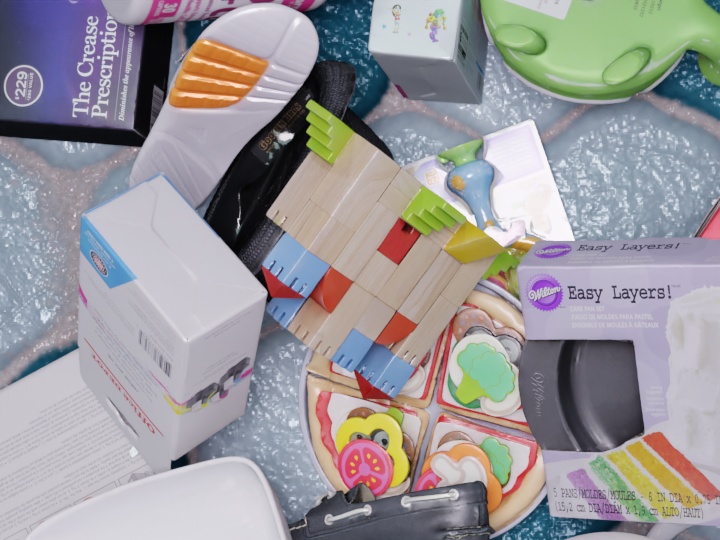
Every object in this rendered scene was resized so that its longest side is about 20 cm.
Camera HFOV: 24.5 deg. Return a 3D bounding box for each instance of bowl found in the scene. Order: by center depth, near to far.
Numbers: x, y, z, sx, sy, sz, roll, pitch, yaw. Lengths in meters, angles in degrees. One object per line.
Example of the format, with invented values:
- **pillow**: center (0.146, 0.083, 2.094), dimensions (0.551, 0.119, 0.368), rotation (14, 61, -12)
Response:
- **bowl**: center (-0.122, 0.243, 1.107), dimensions (0.198, 0.075, 0.201), rotation (-20, 66, 11)

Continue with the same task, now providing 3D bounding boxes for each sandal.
- **sandal**: center (-0.106, -0.125, 1.190), dimensions (0.079, 0.060, 0.207), rotation (28, 127, -20)

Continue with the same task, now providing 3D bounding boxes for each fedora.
- **fedora**: center (-0.037, -0.044, 1.168), dimensions (0.091, 0.200, 0.202), rotation (31, 89, -20)

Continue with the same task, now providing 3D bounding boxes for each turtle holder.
- **turtle holder**: center (0.176, -0.185, 1.148), dimensions (0.184, 0.132, 0.143), rotation (-10, 82, 6)

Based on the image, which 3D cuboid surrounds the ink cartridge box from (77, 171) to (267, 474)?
- **ink cartridge box**: center (-0.131, 0.044, 1.111), dimensions (0.068, 0.201, 0.115), rotation (-31, 67, -27)

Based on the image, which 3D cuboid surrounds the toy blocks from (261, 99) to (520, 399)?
- **toy blocks**: center (0.000, 0.000, 1.078), dimensions (0.137, 0.200, 0.100), rotation (-53, 47, 2)

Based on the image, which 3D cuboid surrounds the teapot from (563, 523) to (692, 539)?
- **teapot**: center (0.157, 0.249, 1.107), dimensions (0.198, 0.146, 0.199), rotation (7, 106, -17)

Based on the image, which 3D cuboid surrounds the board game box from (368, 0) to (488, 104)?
- **board game box**: center (0.058, -0.231, 1.162), dimensions (0.064, 0.148, 0.202), rotation (7, 85, 11)

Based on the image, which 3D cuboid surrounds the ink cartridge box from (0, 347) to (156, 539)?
- **ink cartridge box**: center (-0.226, 0.169, 1.212), dimensions (0.199, 0.045, 0.177), rotation (-27, 81, 5)

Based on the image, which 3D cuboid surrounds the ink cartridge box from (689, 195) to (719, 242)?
- **ink cartridge box**: center (0.314, 0.013, 1.086), dimensions (0.199, 0.176, 0.084), rotation (35, 88, 10)

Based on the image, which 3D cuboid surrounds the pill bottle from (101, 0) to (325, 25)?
- **pill bottle**: center (-0.080, -0.235, 1.161), dimensions (0.198, 0.113, 0.115), rotation (-9, 82, -26)

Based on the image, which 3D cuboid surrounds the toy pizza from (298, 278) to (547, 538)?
- **toy pizza**: center (0.048, 0.098, 1.163), dimensions (0.198, 0.032, 0.203), rotation (2, 97, 16)

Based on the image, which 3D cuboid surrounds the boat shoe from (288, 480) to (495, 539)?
- **boat shoe**: center (0.004, 0.177, 1.148), dimensions (0.198, 0.075, 0.061), rotation (-6, 80, 27)

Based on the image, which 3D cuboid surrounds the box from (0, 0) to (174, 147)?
- **box**: center (-0.213, -0.200, 1.233), dimensions (0.140, 0.079, 0.202), rotation (4, 85, 11)

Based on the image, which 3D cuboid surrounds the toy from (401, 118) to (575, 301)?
- **toy**: center (0.101, 0.003, 1.181), dimensions (0.114, 0.047, 0.202), rotation (-19, 81, 7)

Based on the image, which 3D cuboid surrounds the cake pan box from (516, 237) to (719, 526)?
- **cake pan box**: center (0.202, 0.072, 1.070), dimensions (0.198, 0.052, 0.186), rotation (1, 109, 26)
